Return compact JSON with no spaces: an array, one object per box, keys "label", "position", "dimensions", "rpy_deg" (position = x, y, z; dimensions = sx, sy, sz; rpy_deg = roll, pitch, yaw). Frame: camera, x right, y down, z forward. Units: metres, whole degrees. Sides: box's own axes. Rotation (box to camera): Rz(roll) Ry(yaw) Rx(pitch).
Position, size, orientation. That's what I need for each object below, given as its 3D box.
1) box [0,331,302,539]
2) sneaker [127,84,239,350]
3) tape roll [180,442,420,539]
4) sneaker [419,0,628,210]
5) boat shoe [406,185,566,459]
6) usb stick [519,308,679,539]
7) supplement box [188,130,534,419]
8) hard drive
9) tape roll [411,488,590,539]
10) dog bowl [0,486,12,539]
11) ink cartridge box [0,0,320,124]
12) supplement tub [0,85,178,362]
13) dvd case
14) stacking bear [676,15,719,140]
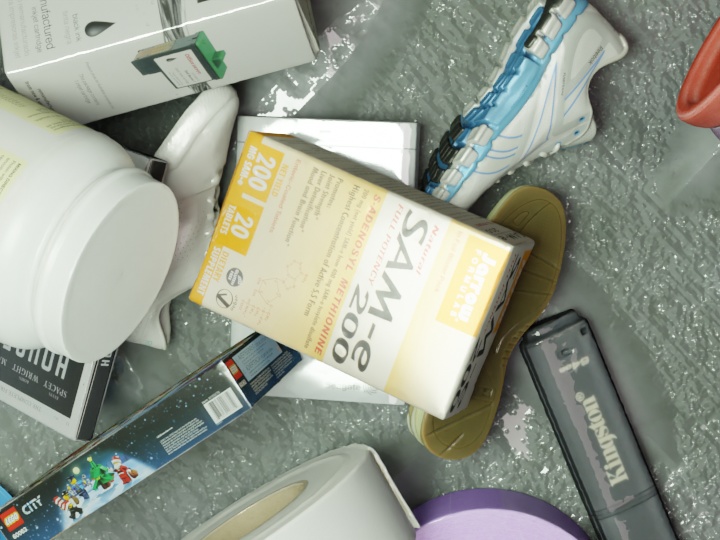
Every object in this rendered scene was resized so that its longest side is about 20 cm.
[{"label":"box","position":[-0.143,0.113,1.064],"dimensions":[0.199,0.137,0.038],"rpy_deg":[-34,92,15]},{"label":"sneaker","position":[-0.122,-0.036,1.103],"dimensions":[0.088,0.075,0.201],"rpy_deg":[30,106,-2]},{"label":"tape roll","position":[-0.062,0.200,1.054],"dimensions":[0.202,0.202,0.071],"rpy_deg":[-31,93,5]},{"label":"sneaker","position":[0.117,-0.098,1.086],"dimensions":[0.086,0.075,0.201],"rpy_deg":[32,102,-17]},{"label":"boat shoe","position":[0.085,0.033,1.106],"dimensions":[0.073,0.063,0.202],"rpy_deg":[17,94,-21]},{"label":"usb stick","position":[0.174,0.128,1.121],"dimensions":[0.055,0.033,0.201],"rpy_deg":[-23,94,4]},{"label":"supplement box","position":[0.000,0.000,1.045],"dimensions":[0.199,0.073,0.127],"rpy_deg":[24,99,15]},{"label":"hard drive","position":[-0.027,-0.008,1.113],"dimensions":[0.131,0.027,0.202],"rpy_deg":[3,96,10]},{"label":"tape roll","position":[0.092,0.264,1.122],"dimensions":[0.198,0.066,0.202],"rpy_deg":[0,95,3]},{"label":"dog bowl","position":[-0.340,0.179,1.113],"dimensions":[0.199,0.112,0.050],"rpy_deg":[28,130,-1]},{"label":"ink cartridge box","position":[-0.140,-0.196,1.051],"dimensions":[0.198,0.084,0.147],"rpy_deg":[-16,64,4]},{"label":"supplement tub","position":[-0.231,-0.039,0.985],"dimensions":[0.199,0.145,0.146],"rpy_deg":[26,96,19]},{"label":"dvd case","position":[-0.217,0.000,1.090],"dimensions":[0.150,0.025,0.202],"rpy_deg":[21,97,36]},{"label":"stacking bear","position":[0.327,-0.096,1.060],"dimensions":[0.199,0.121,0.114],"rpy_deg":[33,94,-8]}]
